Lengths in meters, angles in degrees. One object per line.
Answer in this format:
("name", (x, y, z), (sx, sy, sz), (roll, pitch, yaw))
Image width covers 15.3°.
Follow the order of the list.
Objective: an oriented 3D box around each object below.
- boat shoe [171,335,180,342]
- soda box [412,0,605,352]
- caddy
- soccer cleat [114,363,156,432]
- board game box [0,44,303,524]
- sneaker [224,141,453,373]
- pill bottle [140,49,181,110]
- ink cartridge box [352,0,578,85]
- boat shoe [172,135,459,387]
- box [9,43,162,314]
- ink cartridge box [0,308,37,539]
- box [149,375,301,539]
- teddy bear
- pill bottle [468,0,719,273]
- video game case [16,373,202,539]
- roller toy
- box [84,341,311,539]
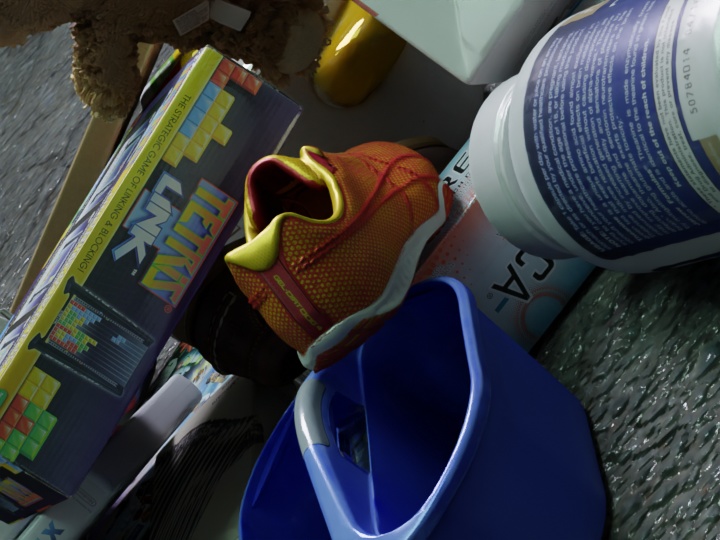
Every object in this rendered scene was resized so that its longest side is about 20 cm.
("boat shoe", (-0.100, -0.016, 1.577), (0.061, 0.072, 0.201), (-51, 16, 14))
("soda box", (0.077, -0.031, 1.194), (0.200, 0.068, 0.064), (-51, 18, 0))
("caddy", (0.014, 0.086, 1.067), (0.141, 0.105, 0.200), (-45, 19, 16))
("soccer cleat", (-0.145, 0.049, 1.504), (0.200, 0.066, 0.077), (108, -173, -74))
("board game box", (-0.114, 0.011, 1.193), (0.201, 0.057, 0.165), (-60, 10, -16))
("sneaker", (-0.009, -0.027, 1.131), (0.073, 0.077, 0.200), (-36, 10, 14))
("pill bottle", (-0.027, -0.140, 1.570), (0.200, 0.111, 0.111), (-48, 19, 10))
("ink cartridge box", (0.054, -0.148, 1.259), (0.068, 0.116, 0.200), (-57, -13, 15))
("boat shoe", (0.000, 0.000, 1.275), (0.070, 0.071, 0.200), (26, 42, 31))
("box", (-0.145, -0.072, 1.494), (0.164, 0.021, 0.201), (-86, 21, -73))
("ink cartridge box", (-0.208, 0.120, 1.354), (0.147, 0.083, 0.200), (-50, -1, -21))
("box", (-0.048, 0.126, 1.198), (0.082, 0.068, 0.200), (-46, 18, 17))
("teddy bear", (-0.097, -0.145, 1.270), (0.067, 0.199, 0.146), (-123, 27, -51))
("pill bottle", (0.128, -0.060, 1.057), (0.200, 0.111, 0.111), (-17, 39, 60))
("video game case", (-0.157, 0.140, 1.284), (0.182, 0.022, 0.200), (-50, 0, 13))
("roller toy", (-0.038, -0.075, 1.421), (0.183, 0.140, 0.200), (-50, 16, 3))
("box", (-0.102, 0.114, 1.395), (0.201, 0.040, 0.137), (-57, 18, -15))
